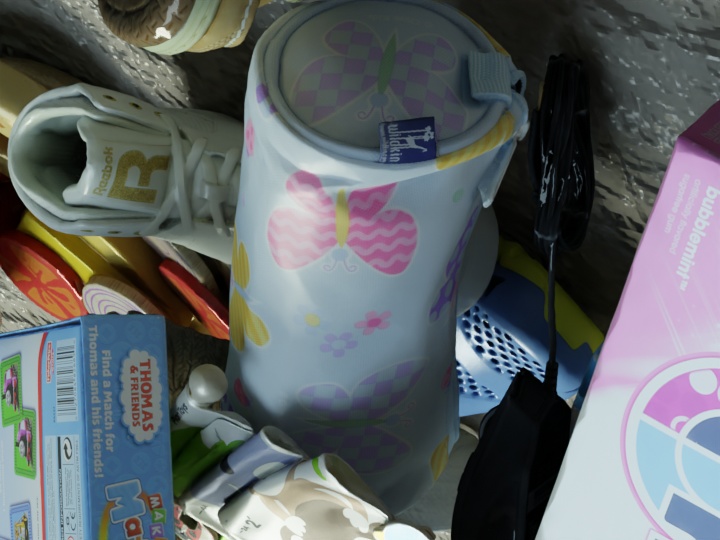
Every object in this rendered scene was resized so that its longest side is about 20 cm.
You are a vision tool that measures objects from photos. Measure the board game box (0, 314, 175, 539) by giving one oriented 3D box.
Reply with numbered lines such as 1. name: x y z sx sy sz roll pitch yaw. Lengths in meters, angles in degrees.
1. board game box: -0.121 0.098 0.881 0.200 0.036 0.153 -10 83 62

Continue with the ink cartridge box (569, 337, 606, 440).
1. ink cartridge box: 0.133 0.085 0.882 0.115 0.068 0.200 36 155 12

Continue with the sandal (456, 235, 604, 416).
1. sandal: 0.023 0.043 0.948 0.080 0.087 0.200 48 153 -13

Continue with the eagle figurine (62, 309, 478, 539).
1. eagle figurine: -0.055 0.108 1.025 0.151 0.152 0.200 1 157 42

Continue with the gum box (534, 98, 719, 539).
1. gum box: 0.130 0.056 0.731 0.113 0.066 0.201 28 124 19

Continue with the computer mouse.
1. computer mouse: 0.053 0.026 0.798 0.034 0.202 0.059 8 -175 19

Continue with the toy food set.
1. toy food set: -0.128 -0.021 1.099 0.198 0.049 0.200 41 155 -2

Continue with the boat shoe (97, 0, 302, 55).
1. boat shoe: -0.040 -0.111 0.739 0.076 0.072 0.200 20 -160 -17

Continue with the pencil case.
1. pencil case: 0.000 0.000 0.803 0.201 0.090 0.083 100 157 -45

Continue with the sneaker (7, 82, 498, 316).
1. sneaker: -0.052 -0.024 0.898 0.199 0.074 0.115 15 -172 43

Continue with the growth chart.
1. growth chart: -0.002 0.113 0.816 0.200 0.018 0.145 42 149 8
